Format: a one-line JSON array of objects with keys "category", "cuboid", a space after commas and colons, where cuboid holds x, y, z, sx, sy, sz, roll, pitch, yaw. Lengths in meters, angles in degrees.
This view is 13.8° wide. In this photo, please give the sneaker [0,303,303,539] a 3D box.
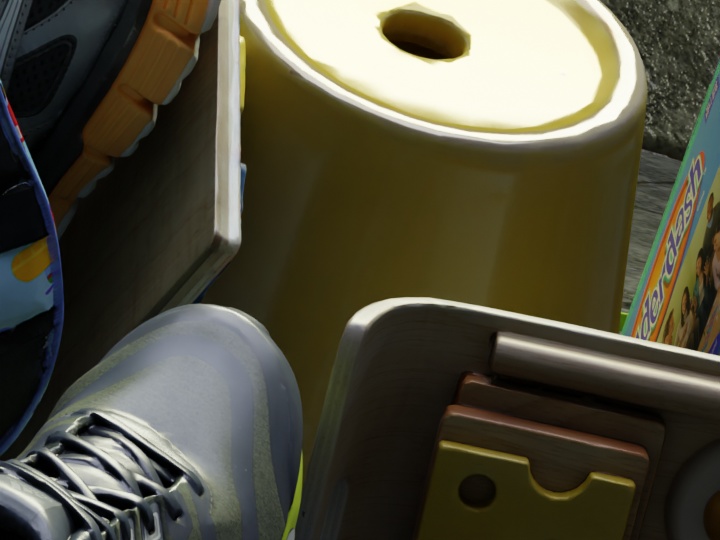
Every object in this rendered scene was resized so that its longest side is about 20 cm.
[{"category": "sneaker", "cuboid": [-0.068, 0.069, 0.668, 0.074, 0.081, 0.200, 23, 45, 12]}]

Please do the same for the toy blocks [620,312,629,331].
[{"category": "toy blocks", "cuboid": [0.067, 0.064, 1.207, 0.200, 0.100, 0.137, 10, -2, -14]}]

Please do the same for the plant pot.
[{"category": "plant pot", "cuboid": [0.000, 0.000, 0.923, 0.201, 0.189, 0.201, 12, 34, -8]}]

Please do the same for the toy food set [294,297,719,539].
[{"category": "toy food set", "cuboid": [0.077, 0.097, 0.773, 0.200, 0.144, 0.060, 12, 18, -2]}]

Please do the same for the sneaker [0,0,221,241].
[{"category": "sneaker", "cuboid": [-0.113, -0.039, 0.836, 0.077, 0.200, 0.078, 28, 31, -17]}]

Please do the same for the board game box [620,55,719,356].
[{"category": "board game box", "cuboid": [0.117, 0.044, 0.910, 0.045, 0.152, 0.200, 11, 35, -7]}]

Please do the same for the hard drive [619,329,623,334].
[{"category": "hard drive", "cuboid": [0.139, 0.082, 1.018, 0.140, 0.033, 0.200, -30, 41, -26]}]

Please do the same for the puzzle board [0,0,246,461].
[{"category": "puzzle board", "cuboid": [-0.085, -0.008, 0.878, 0.017, 0.200, 0.151, 21, 45, -25]}]

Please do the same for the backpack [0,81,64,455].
[{"category": "backpack", "cuboid": [-0.178, -0.010, 0.762, 0.200, 0.183, 0.135, -21, 13, 3]}]
